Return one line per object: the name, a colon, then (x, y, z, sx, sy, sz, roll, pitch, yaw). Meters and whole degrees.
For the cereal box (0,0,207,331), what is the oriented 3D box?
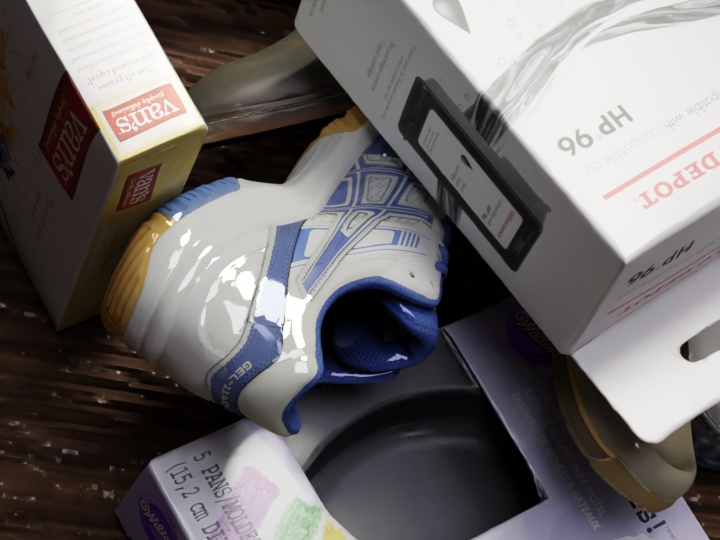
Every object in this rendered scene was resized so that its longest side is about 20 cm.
cereal box: (-0.126, -0.093, 0.787, 0.040, 0.144, 0.200, -24, 74, -23)

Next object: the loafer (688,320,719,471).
loafer: (0.144, -0.020, 0.901, 0.073, 0.072, 0.200, 7, 63, -20)

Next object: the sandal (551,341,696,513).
sandal: (0.101, -0.006, 0.835, 0.080, 0.054, 0.200, 29, 41, -37)

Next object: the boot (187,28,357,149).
boot: (0.000, -0.115, 0.872, 0.200, 0.075, 0.097, -25, 100, -30)

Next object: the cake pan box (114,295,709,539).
cake pan box: (0.037, 0.118, 0.803, 0.184, 0.052, 0.200, -21, 73, -32)

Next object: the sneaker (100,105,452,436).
sneaker: (0.000, 0.000, 0.801, 0.088, 0.075, 0.200, 38, 42, 18)

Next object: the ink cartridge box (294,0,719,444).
ink cartridge box: (0.084, -0.054, 0.784, 0.116, 0.068, 0.200, -30, 72, -28)
